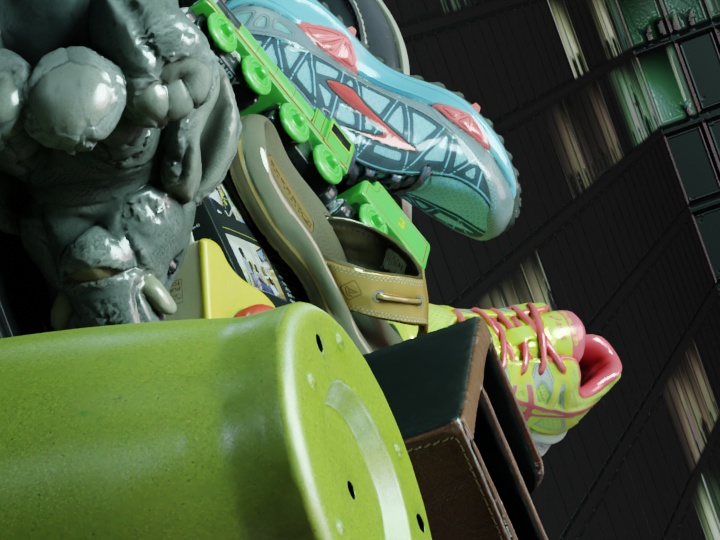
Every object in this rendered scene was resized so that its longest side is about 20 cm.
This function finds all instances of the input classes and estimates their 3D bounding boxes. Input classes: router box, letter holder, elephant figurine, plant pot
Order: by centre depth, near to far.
[{"bbox_3d":[-0.083,0.099,0.925,0.200,0.193,0.201,-19,90,-75],"label":"plant pot"},{"bbox_3d":[-0.022,0.128,1.101,0.101,0.200,0.142,-73,142,-67],"label":"letter holder"},{"bbox_3d":[-0.115,-0.044,1.183,0.141,0.155,0.200,29,-24,32],"label":"elephant figurine"},{"bbox_3d":[-0.053,0.016,1.391,0.149,0.051,0.200,65,12,17],"label":"router box"}]

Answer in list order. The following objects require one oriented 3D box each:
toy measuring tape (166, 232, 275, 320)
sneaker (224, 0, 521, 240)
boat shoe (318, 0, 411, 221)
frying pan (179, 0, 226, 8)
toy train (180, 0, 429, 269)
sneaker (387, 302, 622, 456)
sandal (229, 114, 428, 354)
[{"bbox_3d":[-0.066,0.005,1.255,0.074,0.073,0.200,37,46,-66],"label":"toy measuring tape"},{"bbox_3d":[-0.008,-0.068,1.497,0.200,0.079,0.096,34,51,2],"label":"sneaker"},{"bbox_3d":[-0.015,-0.095,1.583,0.063,0.073,0.200,29,46,-53],"label":"boat shoe"},{"bbox_3d":[-0.071,-0.152,1.613,0.190,0.031,0.115,-54,126,-76],"label":"frying pan"},{"bbox_3d":[-0.031,-0.064,1.421,0.200,0.042,0.056,51,27,-20],"label":"toy train"},{"bbox_3d":[0.077,0.045,1.533,0.200,0.090,0.078,17,44,-57],"label":"sneaker"},{"bbox_3d":[0.000,0.000,1.383,0.200,0.054,0.080,58,11,-20],"label":"sandal"}]
